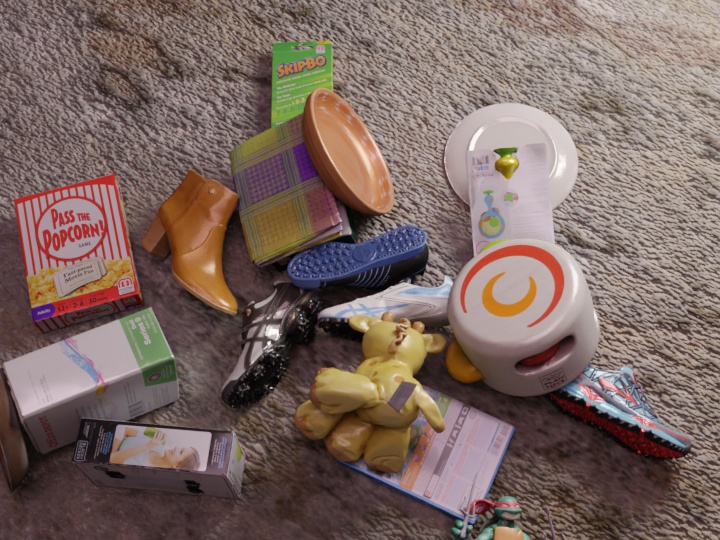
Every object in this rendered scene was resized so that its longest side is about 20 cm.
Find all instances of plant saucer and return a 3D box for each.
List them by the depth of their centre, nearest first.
[{"bbox_3d":[-0.461,0.183,1.357,0.032,0.200,0.201,-17,66,-23],"label":"plant saucer"},{"bbox_3d":[-0.022,-0.163,1.501,0.037,0.200,0.201,-28,65,22],"label":"plant saucer"}]

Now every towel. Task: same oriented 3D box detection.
[{"bbox_3d":[-0.109,-0.111,1.493,0.143,0.023,0.201,-24,64,15],"label":"towel"}]

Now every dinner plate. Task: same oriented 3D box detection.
[{"bbox_3d":[0.224,-0.167,1.573,0.199,0.024,0.201,-1,67,3],"label":"dinner plate"}]

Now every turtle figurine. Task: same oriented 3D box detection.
[{"bbox_3d":[0.182,0.353,1.304,0.149,0.101,0.201,3,78,2],"label":"turtle figurine"}]

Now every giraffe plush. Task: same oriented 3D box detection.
[{"bbox_3d":[0.026,0.136,1.365,0.172,0.200,0.163,35,41,-18],"label":"giraffe plush"}]

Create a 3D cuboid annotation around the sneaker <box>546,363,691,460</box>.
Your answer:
[{"bbox_3d":[0.349,0.170,1.390,0.199,0.079,0.096,29,69,14],"label":"sneaker"}]

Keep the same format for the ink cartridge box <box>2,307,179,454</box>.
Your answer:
[{"bbox_3d":[-0.345,0.145,1.376,0.199,0.146,0.088,-23,67,-17],"label":"ink cartridge box"}]

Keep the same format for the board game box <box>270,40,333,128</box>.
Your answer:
[{"bbox_3d":[-0.089,-0.262,1.624,0.095,0.030,0.201,-1,69,1],"label":"board game box"}]

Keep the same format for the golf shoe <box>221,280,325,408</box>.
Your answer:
[{"bbox_3d":[-0.136,0.098,1.450,0.094,0.078,0.200,28,63,25],"label":"golf shoe"}]

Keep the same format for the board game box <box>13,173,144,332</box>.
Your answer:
[{"bbox_3d":[-0.405,-0.027,1.522,0.151,0.046,0.201,-16,67,-5],"label":"board game box"}]

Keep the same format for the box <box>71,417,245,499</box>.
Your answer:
[{"bbox_3d":[-0.255,0.243,1.363,0.199,0.117,0.060,4,64,6],"label":"box"}]

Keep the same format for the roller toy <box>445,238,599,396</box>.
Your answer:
[{"bbox_3d":[0.215,0.067,1.393,0.182,0.140,0.201,13,61,33],"label":"roller toy"}]

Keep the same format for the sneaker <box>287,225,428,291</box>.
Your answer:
[{"bbox_3d":[0.000,0.000,1.474,0.199,0.078,0.070,-13,47,-4],"label":"sneaker"}]

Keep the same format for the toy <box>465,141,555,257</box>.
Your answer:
[{"bbox_3d":[0.216,-0.075,1.506,0.114,0.047,0.201,-5,92,13],"label":"toy"}]

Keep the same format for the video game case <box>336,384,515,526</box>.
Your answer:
[{"bbox_3d":[0.087,0.231,1.407,0.199,0.018,0.144,23,70,12],"label":"video game case"}]

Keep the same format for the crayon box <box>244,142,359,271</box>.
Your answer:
[{"bbox_3d":[-0.086,-0.112,1.532,0.126,0.051,0.201,-18,67,9],"label":"crayon box"}]

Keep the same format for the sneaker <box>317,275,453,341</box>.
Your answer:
[{"bbox_3d":[0.038,0.051,1.459,0.199,0.072,0.073,-8,65,-4],"label":"sneaker"}]

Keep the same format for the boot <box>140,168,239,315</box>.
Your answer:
[{"bbox_3d":[-0.211,-0.045,1.492,0.201,0.071,0.144,39,94,25],"label":"boot"}]
